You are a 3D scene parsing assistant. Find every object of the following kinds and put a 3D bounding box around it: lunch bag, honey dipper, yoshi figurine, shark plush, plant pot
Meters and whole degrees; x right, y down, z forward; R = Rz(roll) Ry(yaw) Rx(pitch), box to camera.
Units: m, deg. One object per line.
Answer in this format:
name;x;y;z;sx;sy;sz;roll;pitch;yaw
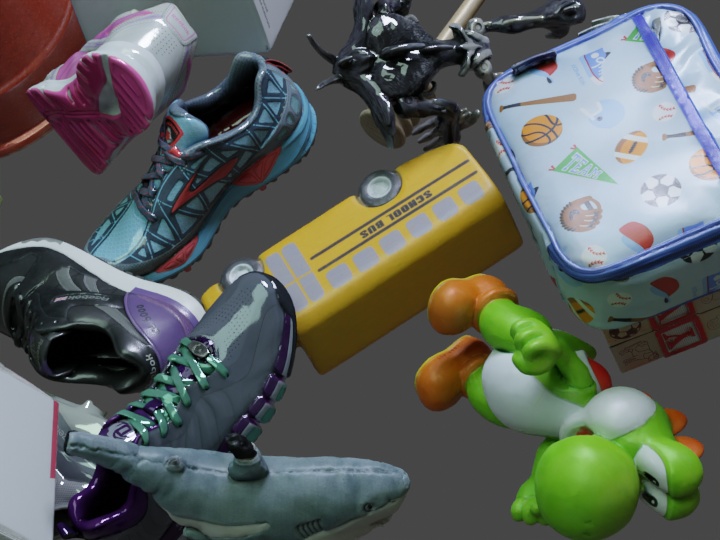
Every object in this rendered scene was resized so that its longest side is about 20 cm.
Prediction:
lunch bag;0.168;-0.070;1.300;0.159;0.076;0.201;-23;49;4
honey dipper;0.065;-0.171;1.531;0.038;0.038;0.201;16;60;33
yoshi figurine;0.106;0.089;1.270;0.200;0.112;0.112;35;89;37
shark plush;-0.074;0.116;1.288;0.199;0.083;0.091;25;50;-8
plant pot;-0.317;-0.216;1.630;0.199;0.196;0.202;-13;51;16

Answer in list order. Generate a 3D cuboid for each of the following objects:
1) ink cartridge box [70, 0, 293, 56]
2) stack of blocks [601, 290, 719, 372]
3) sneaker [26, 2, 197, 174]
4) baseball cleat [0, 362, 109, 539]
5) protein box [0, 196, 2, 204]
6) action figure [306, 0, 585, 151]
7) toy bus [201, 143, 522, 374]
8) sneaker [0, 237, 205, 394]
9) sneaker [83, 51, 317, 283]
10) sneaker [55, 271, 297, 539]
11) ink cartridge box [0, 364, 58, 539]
ink cartridge box;-0.114;-0.248;1.610;0.145;0.085;0.201;-3;41;21
stack of blocks;0.183;-0.047;1.363;0.114;0.059;0.201;-21;49;8
sneaker;-0.168;-0.132;1.540;0.088;0.082;0.200;-46;15;-26
baseball cleat;-0.238;0.115;1.422;0.199;0.070;0.107;15;62;33
protein box;-0.405;-0.072;1.554;0.199;0.199;0.136;11;59;30
action figure;0.051;-0.132;1.438;0.198;0.102;0.120;-6;72;-20
toy bus;0.000;0.000;1.407;0.199;0.065;0.078;-33;50;-3
sneaker;-0.200;0.032;1.441;0.199;0.076;0.087;12;24;32
sneaker;-0.125;-0.076;1.500;0.200;0.096;0.079;-45;51;-13
sneaker;-0.111;0.089;1.331;0.074;0.087;0.201;28;93;34
ink cartridge box;-0.275;0.167;1.322;0.200;0.083;0.147;-45;29;24
